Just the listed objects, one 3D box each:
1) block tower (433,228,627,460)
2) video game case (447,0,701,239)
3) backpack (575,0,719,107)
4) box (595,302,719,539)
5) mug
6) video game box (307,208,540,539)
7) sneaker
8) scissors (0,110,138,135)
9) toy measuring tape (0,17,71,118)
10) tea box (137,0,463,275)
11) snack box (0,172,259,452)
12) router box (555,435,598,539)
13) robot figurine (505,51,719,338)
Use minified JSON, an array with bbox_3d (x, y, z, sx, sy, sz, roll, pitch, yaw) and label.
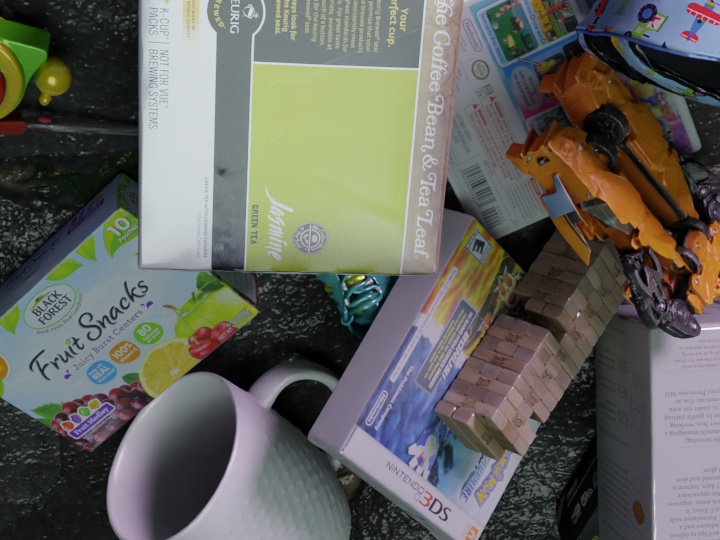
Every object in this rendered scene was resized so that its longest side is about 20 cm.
[{"bbox_3d":[0.138,0.045,1.034,0.201,0.054,0.058,-55,131,-16],"label":"block tower"},{"bbox_3d":[0.131,-0.129,0.992,0.180,0.024,0.201,-24,126,11],"label":"video game case"},{"bbox_3d":[0.245,-0.167,0.877,0.197,0.183,0.136,11,101,-12],"label":"backpack"},{"bbox_3d":[0.253,0.132,1.077,0.105,0.152,0.203,-2,95,-6],"label":"box"},{"bbox_3d":[-0.080,0.165,1.131,0.175,0.147,0.201,37,85,-39],"label":"mug"},{"bbox_3d":[0.072,0.087,1.053,0.182,0.047,0.201,42,73,-42],"label":"video game box"},{"bbox_3d":[0.000,0.000,1.038,0.077,0.080,0.200,-30,125,16],"label":"sneaker"},{"bbox_3d":[-0.232,-0.106,0.960,0.198,0.073,0.014,-7,120,-33],"label":"scissors"},{"bbox_3d":[-0.287,-0.141,0.900,0.197,0.074,0.074,13,125,-17],"label":"toy measuring tape"},{"bbox_3d":[-0.042,-0.115,0.883,0.194,0.134,0.203,3,115,-6],"label":"tea box"},{"bbox_3d":[-0.195,0.037,1.059,0.199,0.053,0.142,-39,121,22],"label":"snack box"},{"bbox_3d":[0.293,0.198,1.241,0.197,0.063,0.151,12,125,-16],"label":"router box"},{"bbox_3d":[0.190,-0.047,0.970,0.058,0.146,0.200,-14,126,46],"label":"robot figurine"}]
